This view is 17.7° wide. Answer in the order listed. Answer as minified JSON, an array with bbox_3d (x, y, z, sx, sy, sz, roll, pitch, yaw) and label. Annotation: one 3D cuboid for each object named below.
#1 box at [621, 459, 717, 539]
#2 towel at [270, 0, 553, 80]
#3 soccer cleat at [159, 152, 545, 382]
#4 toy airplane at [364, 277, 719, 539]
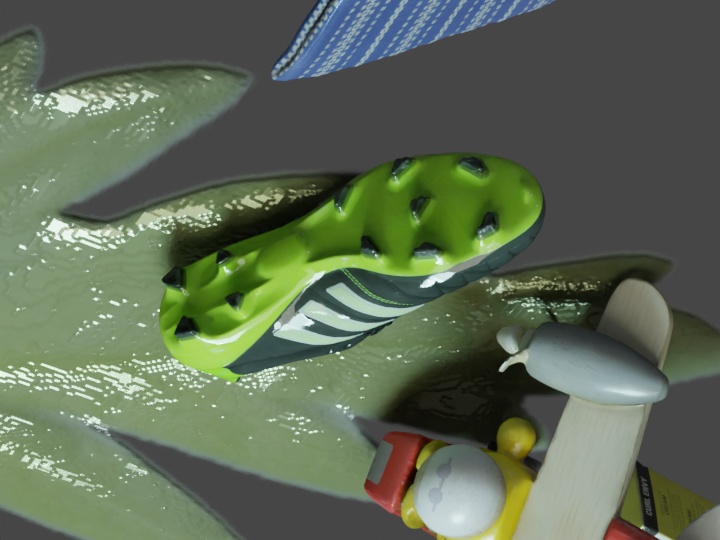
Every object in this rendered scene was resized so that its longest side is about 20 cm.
[{"bbox_3d":[0.199,0.177,1.281,0.200,0.050,0.075,30,127,-30],"label":"box"},{"bbox_3d":[0.063,-0.142,0.877,0.200,0.024,0.145,-22,157,-44],"label":"towel"},{"bbox_3d":[0.000,0.000,1.086,0.199,0.068,0.081,-20,151,19],"label":"soccer cleat"},{"bbox_3d":[0.085,0.126,1.114,0.199,0.201,0.141,-33,141,27],"label":"toy airplane"}]
